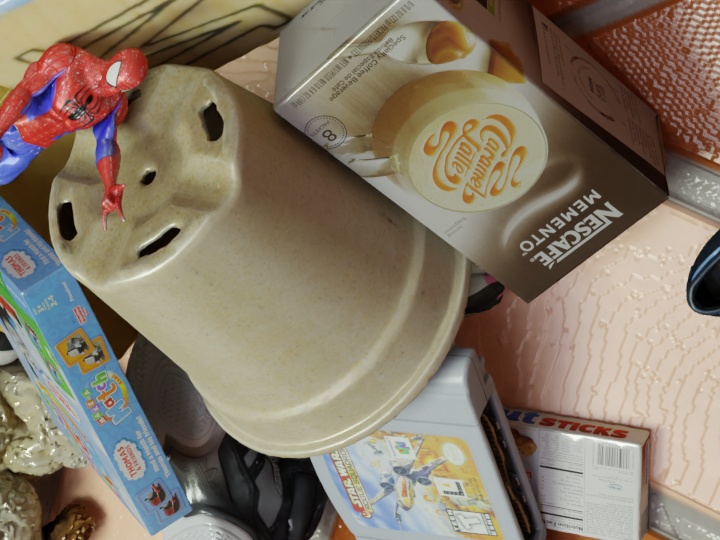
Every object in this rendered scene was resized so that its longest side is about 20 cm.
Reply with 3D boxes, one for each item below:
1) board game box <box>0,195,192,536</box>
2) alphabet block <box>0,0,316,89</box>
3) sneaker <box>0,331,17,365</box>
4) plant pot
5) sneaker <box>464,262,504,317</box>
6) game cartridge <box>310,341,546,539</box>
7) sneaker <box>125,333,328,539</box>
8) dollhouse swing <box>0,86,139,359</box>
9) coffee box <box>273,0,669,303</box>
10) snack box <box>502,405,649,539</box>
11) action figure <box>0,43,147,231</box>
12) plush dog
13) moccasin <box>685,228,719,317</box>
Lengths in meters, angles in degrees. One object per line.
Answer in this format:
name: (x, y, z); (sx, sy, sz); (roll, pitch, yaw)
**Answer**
board game box: (-0.181, 0.049, 1.171); (0.151, 0.037, 0.200); (38, 156, 50)
alphabet block: (-0.141, -0.218, 1.063); (0.196, 0.200, 0.196); (-22, 74, 22)
sneaker: (-0.295, -0.032, 1.335); (0.200, 0.073, 0.112); (41, 124, 9)
plant pot: (-0.068, -0.019, 1.092); (0.200, 0.183, 0.201); (-17, 57, 29)
sneaker: (0.000, 0.000, 1.211); (0.200, 0.080, 0.087); (-16, 79, 32)
game cartridge: (0.035, 0.120, 1.198); (0.133, 0.042, 0.200); (-1, 132, 26)
sneaker: (-0.084, 0.115, 1.269); (0.075, 0.114, 0.200); (-7, 95, 41)
dollhouse swing: (-0.217, -0.065, 1.274); (0.200, 0.176, 0.182); (-52, 46, 12)
coffee box: (0.063, -0.088, 1.071); (0.200, 0.080, 0.114); (35, 123, -26)
snack box: (0.085, 0.122, 1.231); (0.200, 0.024, 0.072); (8, 115, 24)
action figure: (-0.191, -0.052, 1.035); (0.200, 0.099, 0.065); (-28, 132, 28)
plush dog: (-0.278, 0.152, 1.363); (0.160, 0.200, 0.172); (16, 110, 58)
moccasin: (0.263, -0.027, 1.055); (0.080, 0.068, 0.200); (49, 122, 5)
